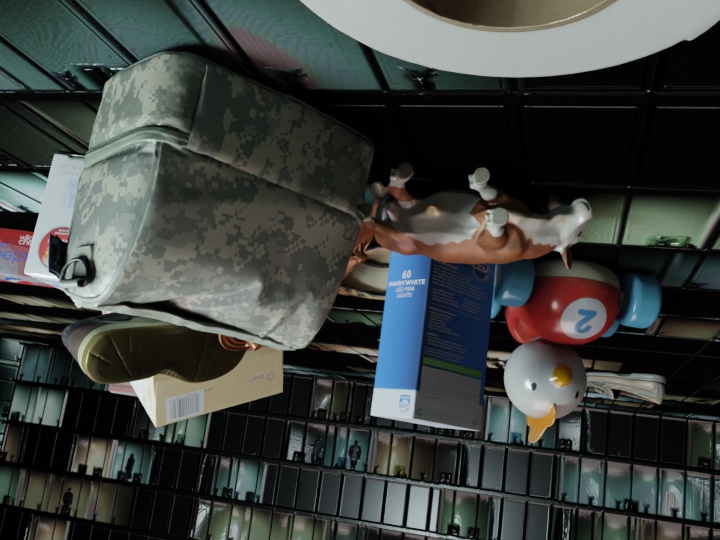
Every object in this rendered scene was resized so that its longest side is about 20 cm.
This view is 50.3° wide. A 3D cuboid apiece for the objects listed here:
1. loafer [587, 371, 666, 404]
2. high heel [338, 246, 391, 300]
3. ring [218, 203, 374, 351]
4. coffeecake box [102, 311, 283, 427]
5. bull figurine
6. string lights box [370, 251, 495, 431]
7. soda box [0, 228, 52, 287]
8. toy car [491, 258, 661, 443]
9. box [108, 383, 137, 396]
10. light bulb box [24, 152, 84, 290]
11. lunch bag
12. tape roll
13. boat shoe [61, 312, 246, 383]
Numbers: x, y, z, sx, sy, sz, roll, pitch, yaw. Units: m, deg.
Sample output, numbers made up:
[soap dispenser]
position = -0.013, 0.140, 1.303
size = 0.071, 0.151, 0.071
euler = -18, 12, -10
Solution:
[loafer]
position = 0.575, 0.259, 1.695
size = 0.072, 0.063, 0.199
euler = 17, 164, -39
[high heel]
position = 0.000, 0.000, 0.880
size = 0.142, 0.072, 0.200
euler = 7, 172, 0
[ring]
position = -0.055, 0.013, 0.757
size = 0.019, 0.200, 0.200
euler = 47, 177, 15
[coffeecake box]
position = -0.202, 0.082, 0.907
size = 0.153, 0.073, 0.200
euler = -12, -149, -30
[bull figurine]
position = 0.093, -0.043, 0.653
size = 0.199, 0.065, 0.121
euler = 0, 161, 24
[string lights box]
position = 0.077, 0.050, 0.754
size = 0.102, 0.201, 0.059
euler = 20, 162, -41
[soda box]
position = -0.504, -0.021, 1.089
size = 0.199, 0.070, 0.063
euler = 7, 167, 5
[toy car]
position = 0.222, 0.098, 0.881
size = 0.183, 0.201, 0.177
euler = 9, 167, -8
[box]
position = -0.335, 0.122, 1.321
size = 0.127, 0.201, 0.109
euler = -1, 165, 33
[light bulb box]
position = -0.191, -0.020, 0.783
size = 0.197, 0.126, 0.200
euler = 6, 166, 8
[lunch bag]
position = -0.103, -0.038, 0.551
size = 0.139, 0.169, 0.199
euler = -6, 161, 45
[tape roll]
position = 0.060, -0.139, 0.305
size = 0.202, 0.037, 0.203
euler = 8, 167, 2
[boat shoe]
position = -0.192, 0.066, 0.741
size = 0.066, 0.072, 0.200
euler = 31, -166, 31
